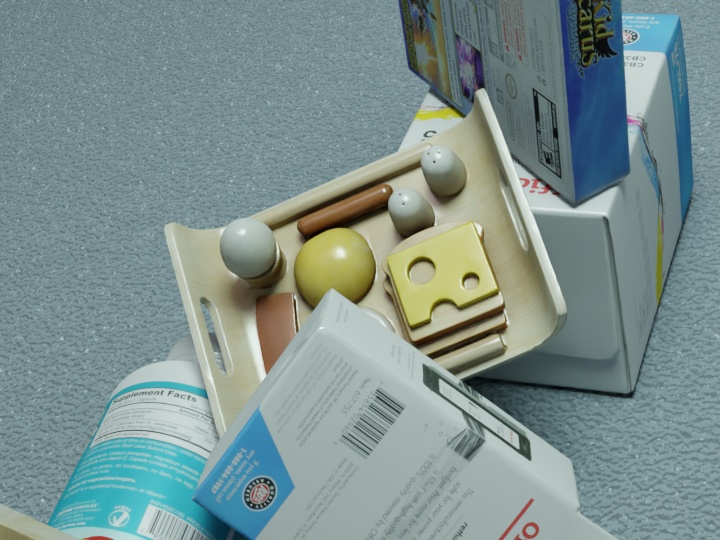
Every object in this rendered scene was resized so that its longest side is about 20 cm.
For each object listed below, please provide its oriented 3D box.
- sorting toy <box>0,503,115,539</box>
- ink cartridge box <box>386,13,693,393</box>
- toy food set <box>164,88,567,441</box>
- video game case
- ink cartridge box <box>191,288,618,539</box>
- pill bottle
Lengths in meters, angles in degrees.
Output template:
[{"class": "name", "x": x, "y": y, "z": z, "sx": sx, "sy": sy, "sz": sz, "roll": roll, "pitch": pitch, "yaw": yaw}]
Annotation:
[{"class": "sorting toy", "x": -0.183, "y": 0.203, "z": 0.754, "sx": 0.198, "sy": 0.202, "sz": 0.069, "roll": 15, "pitch": 10, "yaw": 35}, {"class": "ink cartridge box", "x": 0.117, "y": -0.048, "z": 0.983, "sx": 0.145, "sy": 0.147, "sz": 0.201, "roll": 5, "pitch": 44, "yaw": 22}, {"class": "toy food set", "x": 0.000, "y": 0.000, "z": 0.849, "sx": 0.199, "sy": 0.060, "sz": 0.144, "roll": -23, "pitch": 65, "yaw": 9}, {"class": "video game case", "x": 0.076, "y": -0.166, "z": 0.860, "sx": 0.045, "sy": 0.201, "sz": 0.181, "roll": -26, "pitch": 41, "yaw": -18}, {"class": "ink cartridge box", "x": 0.030, "y": 0.118, "z": 0.793, "sx": 0.116, "sy": 0.199, "sz": 0.068, "roll": -52, "pitch": 6, "yaw": 14}, {"class": "pill bottle", "x": -0.107, "y": 0.128, "z": 0.869, "sx": 0.110, "sy": 0.111, "sz": 0.201, "roll": 2, "pitch": 41, "yaw": 18}]
